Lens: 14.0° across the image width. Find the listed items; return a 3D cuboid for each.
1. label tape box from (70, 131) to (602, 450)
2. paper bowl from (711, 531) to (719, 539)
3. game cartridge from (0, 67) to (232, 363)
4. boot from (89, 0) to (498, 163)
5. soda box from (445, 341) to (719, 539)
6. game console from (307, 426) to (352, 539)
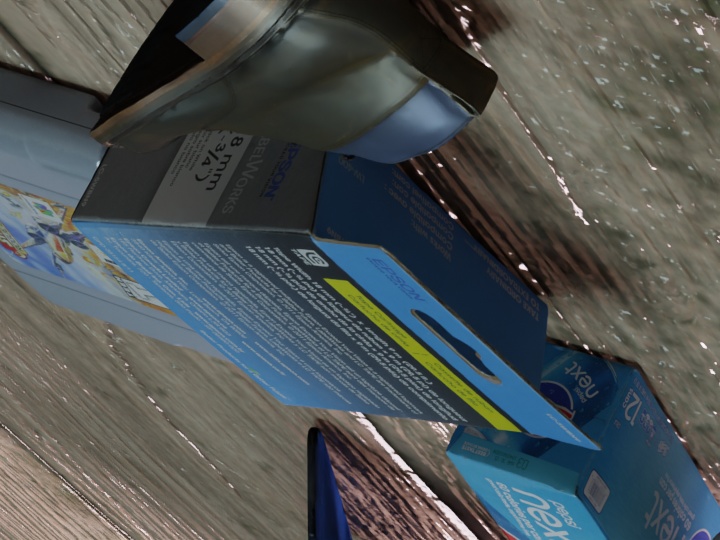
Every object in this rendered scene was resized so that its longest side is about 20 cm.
[{"bbox_3d":[0.000,0.000,1.170,0.200,0.063,0.144,5,150,49],"label":"label tape box"},{"bbox_3d":[0.208,0.200,1.241,0.200,0.105,0.201,37,-175,-4],"label":"paper bowl"},{"bbox_3d":[-0.128,-0.026,1.327,0.133,0.042,0.200,13,157,26],"label":"game cartridge"},{"bbox_3d":[-0.029,-0.060,1.037,0.097,0.075,0.200,34,159,-10],"label":"boot"},{"bbox_3d":[0.109,0.107,1.300,0.068,0.064,0.200,16,157,31],"label":"soda box"},{"bbox_3d":[-0.056,0.201,1.557,0.119,0.170,0.200,55,171,23],"label":"game console"}]
